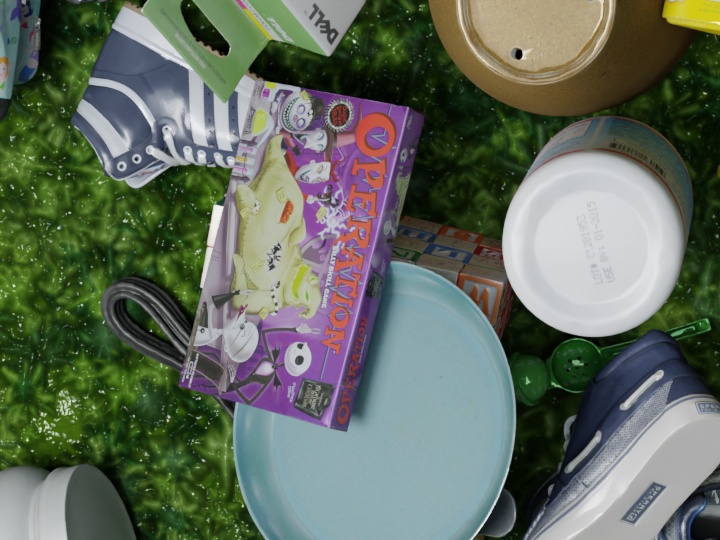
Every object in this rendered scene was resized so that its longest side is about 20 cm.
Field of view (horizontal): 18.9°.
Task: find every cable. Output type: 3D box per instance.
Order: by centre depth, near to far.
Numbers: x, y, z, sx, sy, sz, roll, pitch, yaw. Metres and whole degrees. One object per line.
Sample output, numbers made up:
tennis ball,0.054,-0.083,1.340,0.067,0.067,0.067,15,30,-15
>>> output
cable,-0.089,0.069,1.501,0.199,0.050,0.098,24,124,18

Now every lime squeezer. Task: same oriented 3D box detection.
lime squeezer,0.131,0.067,1.416,0.198,0.070,0.038,-12,96,-27

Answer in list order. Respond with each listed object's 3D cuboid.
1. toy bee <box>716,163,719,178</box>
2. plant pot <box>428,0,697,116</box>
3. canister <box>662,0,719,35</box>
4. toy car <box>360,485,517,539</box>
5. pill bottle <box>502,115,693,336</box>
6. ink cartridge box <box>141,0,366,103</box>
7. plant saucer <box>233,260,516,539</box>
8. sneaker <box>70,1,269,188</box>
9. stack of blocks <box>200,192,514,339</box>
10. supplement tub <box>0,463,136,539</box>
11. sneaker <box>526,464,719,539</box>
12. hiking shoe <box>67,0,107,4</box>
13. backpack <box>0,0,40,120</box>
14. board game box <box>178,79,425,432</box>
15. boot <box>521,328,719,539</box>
toy bee,0.302,-0.052,1.348,0.130,0.109,0.201,-29,95,16
plant pot,0.117,-0.174,1.309,0.184,0.200,0.188,2,102,10
canister,0.247,-0.238,1.280,0.086,0.148,0.202,13,97,28
toy car,0.050,0.157,1.381,0.157,0.200,0.166,-12,110,-26
pill bottle,0.150,-0.035,1.333,0.108,0.200,0.110,3,103,11
ink cartridge box,-0.037,-0.204,1.335,0.059,0.104,0.201,24,75,39
plant saucer,0.011,0.095,1.324,0.198,0.027,0.202,-6,78,29
sneaker,-0.098,-0.083,1.428,0.199,0.070,0.109,32,89,10
stack of blocks,0.000,0.000,1.416,0.198,0.115,0.059,14,105,8
supplement tub,-0.265,0.219,1.505,0.198,0.144,0.146,-17,99,14
sneaker,0.204,0.156,1.428,0.198,0.085,0.078,-9,101,14
hiking shoe,-0.122,-0.246,1.403,0.198,0.076,0.101,-20,102,16
backpack,-0.295,-0.199,1.402,0.176,0.150,0.202,14,113,25
board game box,-0.037,-0.011,1.344,0.119,0.032,0.202,12,87,28
boot,0.154,0.135,1.398,0.072,0.091,0.200,28,114,-36
